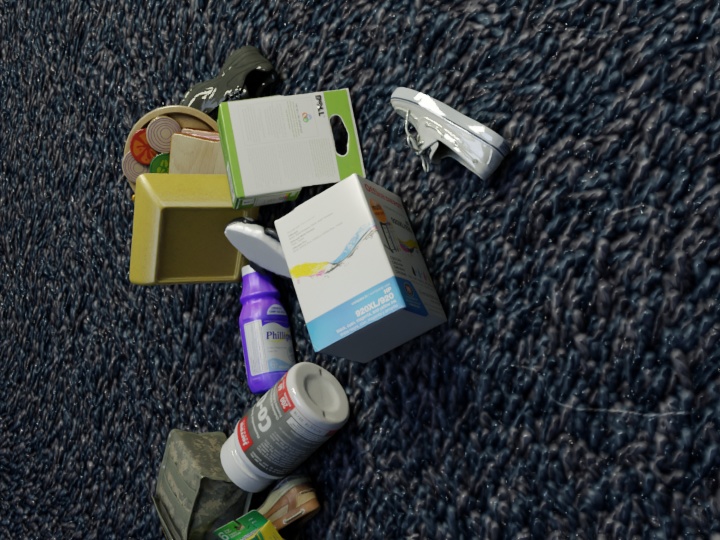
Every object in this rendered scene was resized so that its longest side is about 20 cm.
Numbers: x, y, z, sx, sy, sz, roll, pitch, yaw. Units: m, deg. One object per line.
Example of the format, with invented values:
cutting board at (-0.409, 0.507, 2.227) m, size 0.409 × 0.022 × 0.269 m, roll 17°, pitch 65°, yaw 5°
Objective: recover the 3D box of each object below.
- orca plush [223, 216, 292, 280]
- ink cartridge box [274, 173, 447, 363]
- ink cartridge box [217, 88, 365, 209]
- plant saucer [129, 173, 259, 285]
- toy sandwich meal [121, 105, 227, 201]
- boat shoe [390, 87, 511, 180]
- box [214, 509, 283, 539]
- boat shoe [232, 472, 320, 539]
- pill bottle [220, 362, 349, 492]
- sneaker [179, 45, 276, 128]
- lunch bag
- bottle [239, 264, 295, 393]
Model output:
orca plush at (-0.107, -0.037, 1.331) m, size 0.198 × 0.071 × 0.106 m, roll 19°, pitch 139°, yaw 12°
ink cartridge box at (0.000, 0.000, 1.183) m, size 0.144 × 0.147 × 0.202 m, roll -28°, pitch 68°, yaw 21°
ink cartridge box at (-0.106, -0.184, 1.314) m, size 0.076 × 0.198 × 0.150 m, roll 143°, pitch 117°, yaw -74°
plant saucer at (-0.253, -0.052, 1.357) m, size 0.049 × 0.198 × 0.202 m, roll -122°, pitch 38°, yaw -49°
toy sandwich meal at (-0.286, -0.165, 1.384) m, size 0.202 × 0.070 × 0.208 m, roll 1°, pitch 108°, yaw 3°
boat shoe at (0.103, -0.174, 1.166) m, size 0.201 × 0.074 × 0.087 m, roll 35°, pitch 92°, yaw 31°
box at (-0.140, 0.463, 1.300) m, size 0.117 × 0.048 × 0.201 m, roll -35°, pitch 89°, yaw 34°
boat shoe at (-0.131, 0.398, 1.333) m, size 0.074 × 0.075 × 0.201 m, roll 51°, pitch 119°, yaw 28°
pill bottle at (-0.118, 0.239, 1.301) m, size 0.200 × 0.113 × 0.114 m, roll -45°, pitch 60°, yaw 26°
sneaker at (-0.220, -0.281, 1.415) m, size 0.200 × 0.076 × 0.091 m, roll -48°, pitch 48°, yaw -3°
lunch bag at (-0.266, 0.385, 1.407) m, size 0.164 × 0.117 × 0.202 m, roll 35°, pitch 111°, yaw 57°
bottle at (-0.150, 0.091, 1.366) m, size 0.065 × 0.083 × 0.202 m, roll -19°, pitch 74°, yaw 32°
